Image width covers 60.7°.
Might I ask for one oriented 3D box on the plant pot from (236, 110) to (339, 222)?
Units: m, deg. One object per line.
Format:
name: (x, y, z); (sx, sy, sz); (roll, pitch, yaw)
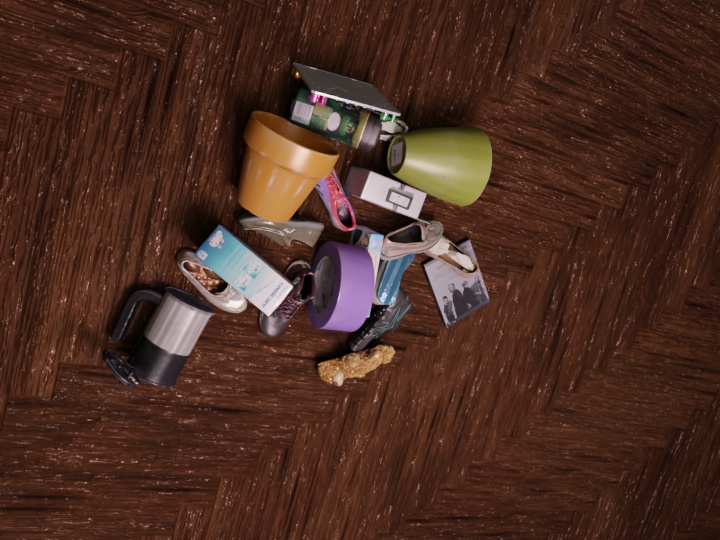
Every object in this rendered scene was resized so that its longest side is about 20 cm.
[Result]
plant pot: (-0.173, -0.210, 1.309); (0.200, 0.200, 0.184); (17, 112, -27)

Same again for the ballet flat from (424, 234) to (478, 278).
ballet flat: (0.223, -0.049, 1.565); (0.200, 0.067, 0.068); (31, 82, -14)

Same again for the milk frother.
milk frother: (-0.423, 0.140, 1.281); (0.180, 0.200, 0.189); (27, 92, -24)

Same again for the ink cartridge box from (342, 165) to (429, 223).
ink cartridge box: (0.072, -0.179, 1.456); (0.199, 0.116, 0.068); (18, 98, -28)

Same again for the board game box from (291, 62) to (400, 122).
board game box: (-0.036, -0.380, 1.312); (0.199, 0.200, 0.026); (8, 120, -25)

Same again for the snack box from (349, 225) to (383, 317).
snack box: (0.000, 0.000, 1.474); (0.037, 0.116, 0.201); (5, 102, -25)

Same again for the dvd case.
dvd case: (0.258, 0.034, 1.649); (0.150, 0.025, 0.201); (-29, 113, -14)

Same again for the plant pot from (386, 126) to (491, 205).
plant pot: (0.170, -0.255, 1.436); (0.199, 0.187, 0.188); (4, 103, -25)

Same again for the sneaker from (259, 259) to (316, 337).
sneaker: (-0.165, 0.076, 1.422); (0.075, 0.115, 0.201); (24, 93, -27)

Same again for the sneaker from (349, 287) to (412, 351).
sneaker: (0.056, 0.137, 1.561); (0.200, 0.075, 0.079); (-47, 119, -5)

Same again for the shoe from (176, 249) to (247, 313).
shoe: (-0.330, 0.033, 1.372); (0.070, 0.053, 0.200); (-48, 117, -5)

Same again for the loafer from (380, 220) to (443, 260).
loafer: (0.128, -0.081, 1.478); (0.200, 0.072, 0.063); (-22, 156, -30)

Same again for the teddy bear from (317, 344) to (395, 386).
teddy bear: (-0.006, 0.239, 1.537); (0.199, 0.145, 0.067); (-12, 75, -26)

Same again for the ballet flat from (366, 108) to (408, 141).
ballet flat: (0.023, -0.343, 1.418); (0.199, 0.072, 0.072); (5, 102, -24)

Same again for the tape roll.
tape roll: (-0.049, 0.038, 1.416); (0.085, 0.200, 0.201); (10, 100, -25)

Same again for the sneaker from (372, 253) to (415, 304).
sneaker: (0.071, -0.009, 1.530); (0.076, 0.081, 0.200); (36, 69, -26)

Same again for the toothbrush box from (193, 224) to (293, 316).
toothbrush box: (-0.245, -0.002, 1.317); (0.200, 0.146, 0.085); (39, 87, -8)

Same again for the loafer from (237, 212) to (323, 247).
loafer: (-0.180, -0.089, 1.392); (0.199, 0.075, 0.070); (6, 102, -22)

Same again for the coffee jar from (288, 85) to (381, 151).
coffee jar: (-0.049, -0.327, 1.331); (0.199, 0.104, 0.086); (20, 108, -4)

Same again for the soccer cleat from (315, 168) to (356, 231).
soccer cleat: (-0.064, -0.181, 1.419); (0.068, 0.073, 0.200); (-31, 115, -13)
